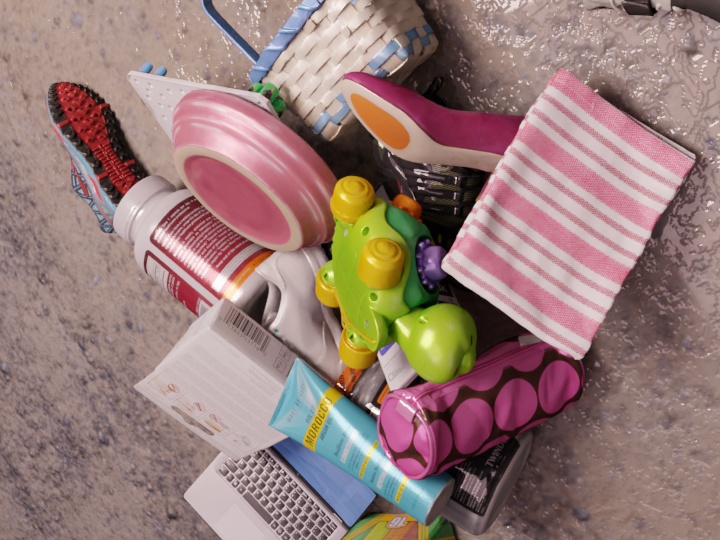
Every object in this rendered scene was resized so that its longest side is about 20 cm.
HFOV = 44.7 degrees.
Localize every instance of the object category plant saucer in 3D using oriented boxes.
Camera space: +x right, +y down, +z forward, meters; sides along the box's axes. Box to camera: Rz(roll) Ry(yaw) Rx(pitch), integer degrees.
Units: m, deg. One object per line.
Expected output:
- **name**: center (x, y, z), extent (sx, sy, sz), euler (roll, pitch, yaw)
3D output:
- **plant saucer**: center (-0.106, -0.085, 0.849), extent (0.198, 0.051, 0.201), euler (29, 158, 13)

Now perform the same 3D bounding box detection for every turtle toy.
- **turtle toy**: center (0.032, 0.016, 0.778), extent (0.147, 0.099, 0.202), euler (105, 150, -46)

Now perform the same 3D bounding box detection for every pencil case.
- **pencil case**: center (0.112, 0.115, 0.811), extent (0.091, 0.198, 0.095), euler (51, 149, 31)

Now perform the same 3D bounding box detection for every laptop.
- **laptop**: center (-0.103, 0.268, 1.046), extent (0.187, 0.116, 0.200), euler (43, 90, 12)

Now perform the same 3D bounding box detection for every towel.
- **towel**: center (0.175, -0.048, 0.735), extent (0.145, 0.030, 0.202), euler (32, 86, -2)

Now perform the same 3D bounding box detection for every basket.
- **basket**: center (-0.041, -0.237, 0.814), extent (0.176, 0.139, 0.201), euler (-37, 97, 34)

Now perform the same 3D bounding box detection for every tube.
- **tube**: center (-0.002, 0.169, 0.851), extent (0.198, 0.050, 0.078), euler (30, 97, 25)

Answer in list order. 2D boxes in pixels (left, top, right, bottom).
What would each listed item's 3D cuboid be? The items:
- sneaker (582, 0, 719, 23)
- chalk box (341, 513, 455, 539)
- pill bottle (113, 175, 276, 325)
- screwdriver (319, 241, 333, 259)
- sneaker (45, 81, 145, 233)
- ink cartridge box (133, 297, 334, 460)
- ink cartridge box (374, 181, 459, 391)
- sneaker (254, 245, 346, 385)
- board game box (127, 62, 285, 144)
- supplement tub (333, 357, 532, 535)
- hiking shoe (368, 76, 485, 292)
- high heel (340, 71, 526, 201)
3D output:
- **sneaker**: center (0.225, -0.235, 0.698), extent (0.200, 0.074, 0.089), euler (45, 130, 20)
- **chalk box**: center (0.020, 0.372, 0.959), extent (0.123, 0.199, 0.126), euler (-10, 102, 33)
- **pill bottle**: center (-0.182, -0.019, 1.000), extent (0.199, 0.113, 0.114), euler (38, 123, 15)
- **screwdriver**: center (0.000, 0.000, 0.900), extent (0.200, 0.029, 0.028), euler (41, 114, 41)
- **sneaker**: center (-0.338, -0.133, 1.077), extent (0.095, 0.079, 0.202), euler (-34, 84, 42)
- **ink cartridge box**: center (-0.144, 0.130, 0.975), extent (0.159, 0.048, 0.199), euler (39, 138, -16)
- **ink cartridge box**: center (0.039, 0.016, 0.885), extent (0.100, 0.039, 0.202), euler (-50, 46, 35)
- **sneaker**: center (-0.066, 0.069, 0.955), extent (0.075, 0.087, 0.203), euler (24, 132, 57)
- **board game box**: center (-0.119, -0.122, 0.893), extent (0.198, 0.026, 0.201), euler (17, 152, 36)
- **supplement tub**: center (0.067, 0.171, 0.906), extent (0.198, 0.122, 0.124), euler (28, 120, 21)
- **hiking shoe**: center (0.086, -0.077, 0.834), extent (0.100, 0.075, 0.202), euler (-29, 90, 39)
- **high heel**: center (0.081, -0.137, 0.770), extent (0.198, 0.097, 0.067), euler (31, 160, -3)
